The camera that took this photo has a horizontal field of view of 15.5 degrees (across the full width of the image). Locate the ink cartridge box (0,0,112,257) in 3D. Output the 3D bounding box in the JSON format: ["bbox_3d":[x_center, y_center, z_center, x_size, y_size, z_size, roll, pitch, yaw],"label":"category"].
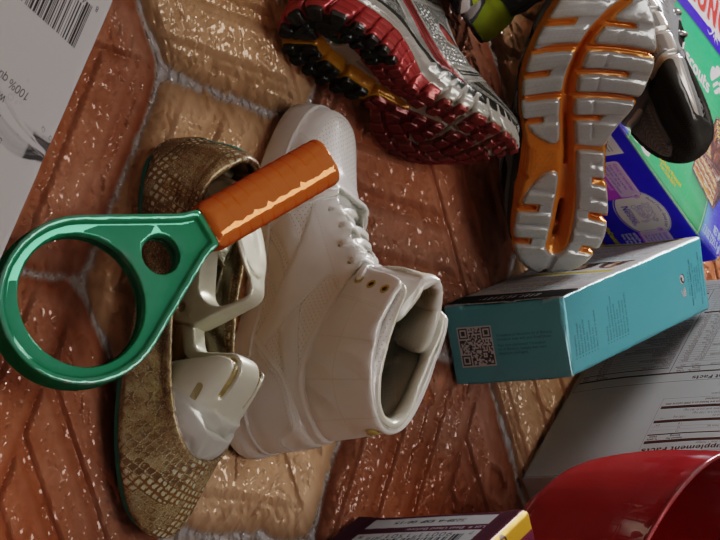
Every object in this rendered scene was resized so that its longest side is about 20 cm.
[{"bbox_3d":[-0.192,-0.100,1.089,0.144,0.083,0.201,41,63,-47],"label":"ink cartridge box"}]

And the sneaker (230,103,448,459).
[{"bbox_3d":[0.000,0.000,1.380,0.074,0.115,0.201,35,55,-48],"label":"sneaker"}]

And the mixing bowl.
[{"bbox_3d":[0.145,0.184,1.512,0.200,0.108,0.201,-32,130,-47],"label":"mixing bowl"}]

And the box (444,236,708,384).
[{"bbox_3d":[0.137,0.023,1.621,0.200,0.082,0.050,-20,103,-56],"label":"box"}]

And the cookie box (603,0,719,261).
[{"bbox_3d":[0.187,-0.131,1.730,0.171,0.075,0.201,48,47,-41],"label":"cookie box"}]

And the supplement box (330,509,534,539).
[{"bbox_3d":[0.048,0.238,1.422,0.086,0.110,0.201,-34,114,-55],"label":"supplement box"}]

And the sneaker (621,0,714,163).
[{"bbox_3d":[0.189,-0.165,1.612,0.115,0.075,0.201,-19,69,-28],"label":"sneaker"}]

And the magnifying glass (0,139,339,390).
[{"bbox_3d":[-0.090,-0.010,1.253,0.199,0.022,0.080,-31,90,-33],"label":"magnifying glass"}]

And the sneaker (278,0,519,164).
[{"bbox_3d":[0.033,-0.123,1.485,0.200,0.077,0.083,42,50,-47],"label":"sneaker"}]

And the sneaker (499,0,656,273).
[{"bbox_3d":[0.119,-0.100,1.575,0.077,0.078,0.201,-108,-153,-57],"label":"sneaker"}]

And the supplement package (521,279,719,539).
[{"bbox_3d":[0.230,0.139,1.688,0.200,0.146,0.192,-54,129,-46],"label":"supplement package"}]

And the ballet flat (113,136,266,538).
[{"bbox_3d":[-0.079,0.030,1.295,0.070,0.065,0.202,16,72,-56],"label":"ballet flat"}]

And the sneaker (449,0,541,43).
[{"bbox_3d":[0.078,-0.189,1.507,0.074,0.081,0.200,60,7,7],"label":"sneaker"}]
